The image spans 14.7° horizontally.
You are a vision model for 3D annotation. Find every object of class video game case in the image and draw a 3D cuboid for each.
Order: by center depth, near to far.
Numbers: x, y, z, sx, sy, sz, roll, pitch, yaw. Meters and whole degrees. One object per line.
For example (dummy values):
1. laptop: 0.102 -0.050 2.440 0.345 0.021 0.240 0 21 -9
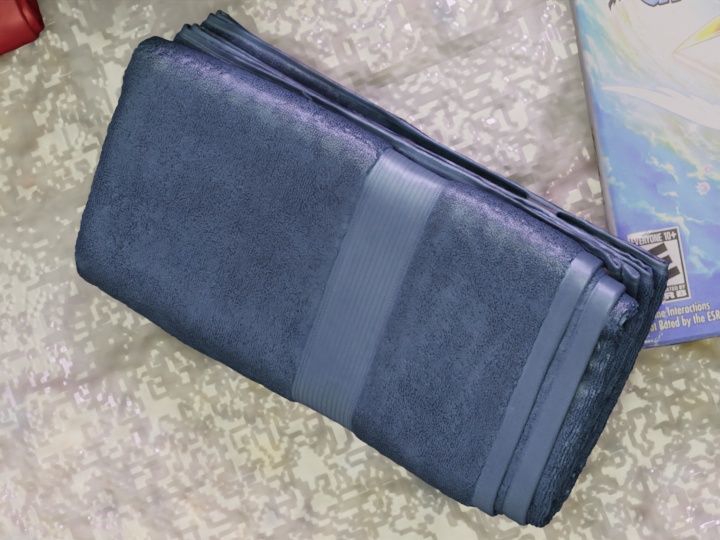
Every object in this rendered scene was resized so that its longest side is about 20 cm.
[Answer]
1. video game case: 0.175 -0.079 0.959 0.199 0.045 0.183 -11 88 8

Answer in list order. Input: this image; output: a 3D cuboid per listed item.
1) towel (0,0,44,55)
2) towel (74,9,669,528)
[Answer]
1. towel: -0.228 -0.112 1.028 0.199 0.022 0.145 -24 87 8
2. towel: 0.000 0.000 0.969 0.199 0.049 0.112 29 115 12
